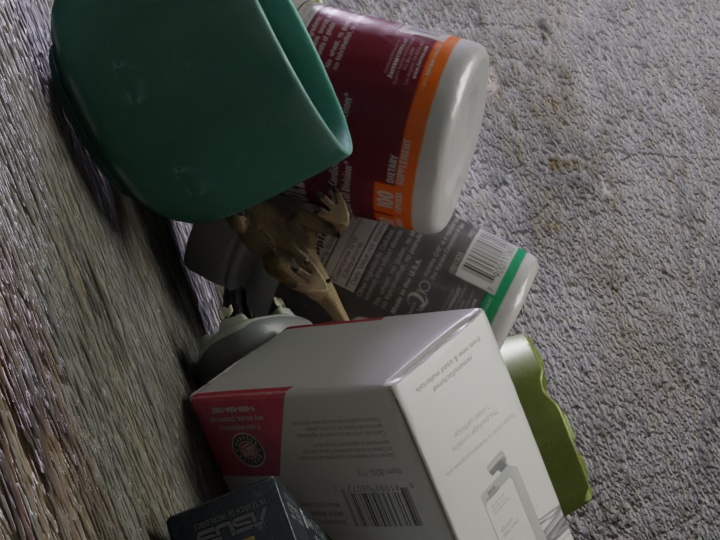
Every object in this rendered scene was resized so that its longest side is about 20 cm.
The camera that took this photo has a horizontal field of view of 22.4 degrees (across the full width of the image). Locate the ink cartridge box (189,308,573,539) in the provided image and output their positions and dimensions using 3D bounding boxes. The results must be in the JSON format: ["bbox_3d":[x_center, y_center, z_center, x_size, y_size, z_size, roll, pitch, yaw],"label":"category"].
[{"bbox_3d":[0.021,0.129,0.905,0.083,0.146,0.200,-36,110,-42],"label":"ink cartridge box"}]

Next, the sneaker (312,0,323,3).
[{"bbox_3d":[-0.077,-0.184,1.102,0.200,0.077,0.089,58,7,-28],"label":"sneaker"}]

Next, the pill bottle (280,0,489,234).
[{"bbox_3d":[-0.035,-0.099,1.051,0.114,0.199,0.114,15,90,-79],"label":"pill bottle"}]

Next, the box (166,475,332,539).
[{"bbox_3d":[-0.017,0.182,0.759,0.200,0.051,0.158,66,2,-73],"label":"box"}]

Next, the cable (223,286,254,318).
[{"bbox_3d":[-0.055,-0.043,1.285,0.097,0.050,0.200,59,32,-31],"label":"cable"}]

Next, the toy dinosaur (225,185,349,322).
[{"bbox_3d":[-0.041,-0.013,1.034,0.200,0.058,0.101,44,-17,-14],"label":"toy dinosaur"}]

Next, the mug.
[{"bbox_3d":[-0.093,-0.114,0.932,0.185,0.114,0.152,67,9,29],"label":"mug"}]

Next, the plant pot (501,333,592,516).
[{"bbox_3d":[0.050,0.134,1.233,0.200,0.190,0.200,-21,90,-88],"label":"plant pot"}]

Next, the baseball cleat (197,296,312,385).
[{"bbox_3d":[-0.039,0.087,1.030,0.200,0.070,0.107,61,6,-72],"label":"baseball cleat"}]

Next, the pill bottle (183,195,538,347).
[{"bbox_3d":[0.000,0.000,1.129,0.200,0.113,0.113,26,-3,6],"label":"pill bottle"}]
